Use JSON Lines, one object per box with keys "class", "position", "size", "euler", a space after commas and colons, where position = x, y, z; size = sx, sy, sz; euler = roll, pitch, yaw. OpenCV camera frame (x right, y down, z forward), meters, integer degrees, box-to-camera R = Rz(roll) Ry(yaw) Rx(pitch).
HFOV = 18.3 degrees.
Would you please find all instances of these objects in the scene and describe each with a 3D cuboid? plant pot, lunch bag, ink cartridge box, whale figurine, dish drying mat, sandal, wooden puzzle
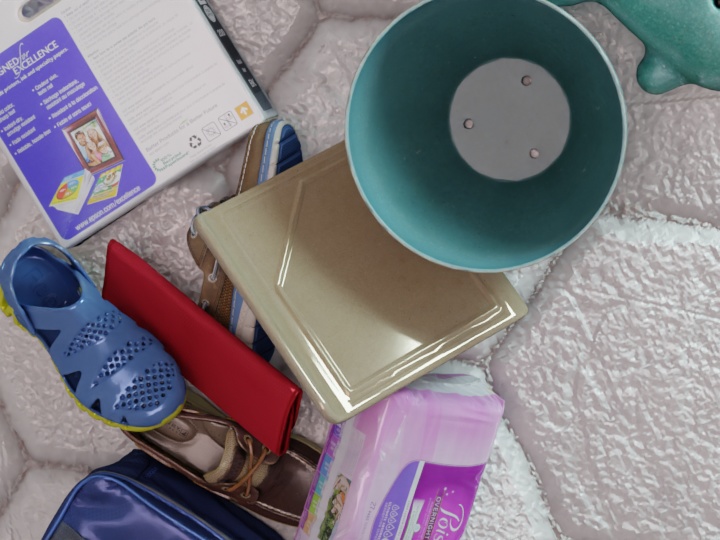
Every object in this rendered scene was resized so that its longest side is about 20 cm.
{"class": "plant pot", "position": [0.100, -0.106, 1.623], "size": [0.199, 0.135, 0.201], "euler": [2, 98, 12]}
{"class": "lunch bag", "position": [-0.151, 0.244, 1.723], "size": [0.200, 0.132, 0.136], "euler": [32, 103, 7]}
{"class": "ink cartridge box", "position": [-0.198, -0.151, 1.728], "size": [0.198, 0.043, 0.200], "euler": [-31, 92, 14]}
{"class": "whale figurine", "position": [0.227, -0.203, 1.600], "size": [0.199, 0.104, 0.160], "euler": [19, 101, 9]}
{"class": "dish drying mat", "position": [-0.124, 0.057, 1.711], "size": [0.200, 0.018, 0.077], "euler": [39, 142, 23]}
{"class": "sandal", "position": [-0.213, 0.045, 1.708], "size": [0.200, 0.087, 0.079], "euler": [39, 70, 18]}
{"class": "wooden puzzle", "position": [0.000, 0.000, 1.639], "size": [0.185, 0.200, 0.037], "euler": [55, 149, 12]}

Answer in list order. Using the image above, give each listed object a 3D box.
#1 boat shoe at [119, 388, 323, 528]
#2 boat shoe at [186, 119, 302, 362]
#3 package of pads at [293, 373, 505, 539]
{"class": "boat shoe", "position": [-0.098, 0.149, 1.730], "size": [0.200, 0.072, 0.072], "euler": [29, 102, 7]}
{"class": "boat shoe", "position": [-0.095, -0.022, 1.705], "size": [0.072, 0.072, 0.201], "euler": [15, 105, 17]}
{"class": "package of pads", "position": [0.025, 0.171, 1.683], "size": [0.120, 0.076, 0.201], "euler": [10, 103, -33]}
